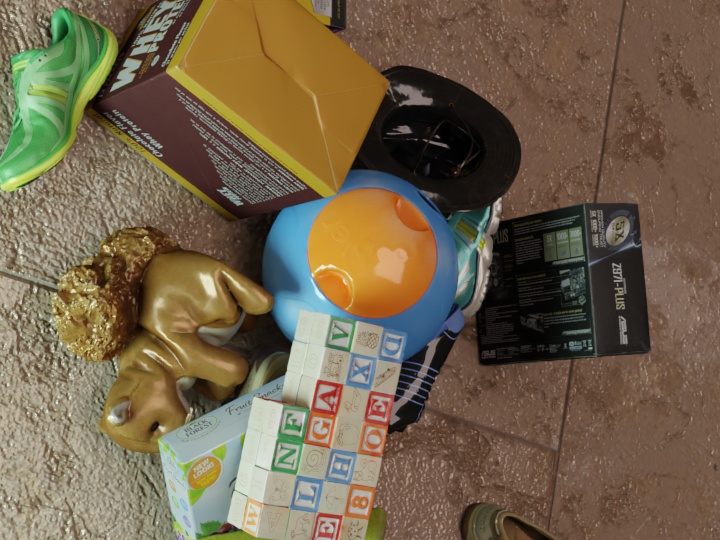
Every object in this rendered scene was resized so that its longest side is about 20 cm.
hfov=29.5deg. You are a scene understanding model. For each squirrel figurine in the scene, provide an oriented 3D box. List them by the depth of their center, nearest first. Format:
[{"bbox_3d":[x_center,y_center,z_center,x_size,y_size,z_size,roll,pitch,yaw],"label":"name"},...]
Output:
[{"bbox_3d":[-0.203,0.067,1.289,0.199,0.141,0.188,35,75,-12],"label":"squirrel figurine"}]

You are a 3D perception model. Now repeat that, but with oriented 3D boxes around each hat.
[{"bbox_3d":[0.072,-0.127,1.508,0.198,0.081,0.203,7,58,-11],"label":"hat"}]

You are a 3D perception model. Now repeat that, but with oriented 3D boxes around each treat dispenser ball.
[{"bbox_3d":[0.000,0.000,1.381,0.199,0.200,0.203,5,81,-35],"label":"treat dispenser ball"}]

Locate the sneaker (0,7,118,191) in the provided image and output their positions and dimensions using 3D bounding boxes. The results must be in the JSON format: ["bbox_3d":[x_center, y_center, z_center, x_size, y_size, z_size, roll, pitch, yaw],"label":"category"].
[{"bbox_3d":[-0.298,-0.159,1.269,0.083,0.074,0.202,37,55,-29],"label":"sneaker"}]

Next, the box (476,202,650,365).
[{"bbox_3d":[0.221,0.019,1.537,0.085,0.199,0.166,-1,84,-34],"label":"box"}]

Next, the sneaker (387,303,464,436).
[{"bbox_3d":[0.048,0.120,1.481,0.200,0.070,0.078,-40,112,-21],"label":"sneaker"}]

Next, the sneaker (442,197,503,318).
[{"bbox_3d":[0.110,-0.047,1.547,0.079,0.077,0.202,13,76,-25],"label":"sneaker"}]

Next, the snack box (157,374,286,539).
[{"bbox_3d":[-0.085,0.181,1.297,0.199,0.053,0.144,-26,127,-28],"label":"snack box"}]

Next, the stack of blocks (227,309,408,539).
[{"bbox_3d":[-0.038,0.141,1.232,0.114,0.058,0.202,14,87,-32],"label":"stack of blocks"}]

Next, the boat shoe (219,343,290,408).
[{"bbox_3d":[-0.123,0.166,1.354,0.072,0.072,0.202,21,94,-41],"label":"boat shoe"}]

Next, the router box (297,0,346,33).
[{"bbox_3d":[-0.087,-0.361,1.455,0.148,0.051,0.203,5,81,-37],"label":"router box"}]

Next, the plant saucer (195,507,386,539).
[{"bbox_3d":[-0.065,0.336,1.304,0.198,0.048,0.202,-6,118,-23],"label":"plant saucer"}]

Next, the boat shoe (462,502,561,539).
[{"bbox_3d":[0.202,0.333,1.567,0.199,0.062,0.074,36,64,-27],"label":"boat shoe"}]

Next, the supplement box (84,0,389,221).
[{"bbox_3d":[-0.121,-0.167,1.315,0.197,0.199,0.134,37,65,-26],"label":"supplement box"}]
